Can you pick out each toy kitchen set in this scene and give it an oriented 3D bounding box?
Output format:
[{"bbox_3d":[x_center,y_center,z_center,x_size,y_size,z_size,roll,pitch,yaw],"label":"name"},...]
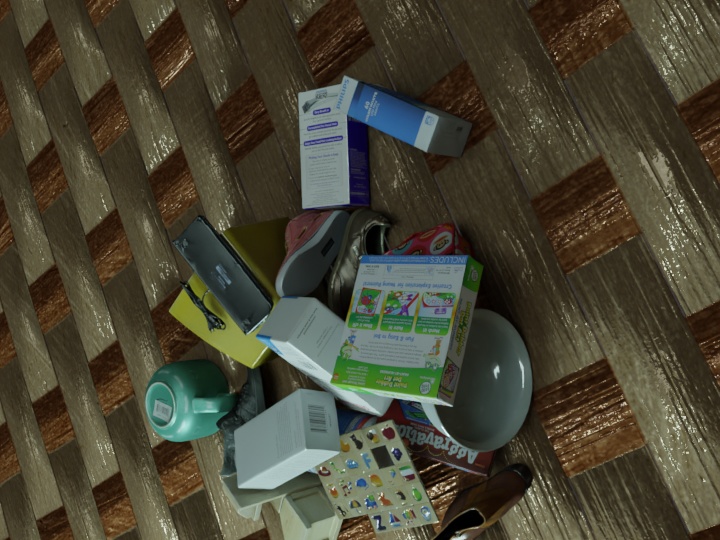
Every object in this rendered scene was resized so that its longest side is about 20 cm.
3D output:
[{"bbox_3d":[-0.164,0.438,1.529,0.200,0.162,0.182,44,129,40],"label":"toy kitchen set"}]

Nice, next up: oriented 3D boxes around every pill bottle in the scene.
[{"bbox_3d":[-0.045,0.288,1.472,0.198,0.112,0.114,4,93,37],"label":"pill bottle"}]

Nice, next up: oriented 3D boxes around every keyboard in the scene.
[{"bbox_3d":[-0.236,0.021,1.438,0.127,0.021,0.201,-41,85,21],"label":"keyboard"}]

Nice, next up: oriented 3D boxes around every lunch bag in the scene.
[{"bbox_3d":[0.080,0.015,1.352,0.198,0.082,0.178,-26,38,27],"label":"lunch bag"}]

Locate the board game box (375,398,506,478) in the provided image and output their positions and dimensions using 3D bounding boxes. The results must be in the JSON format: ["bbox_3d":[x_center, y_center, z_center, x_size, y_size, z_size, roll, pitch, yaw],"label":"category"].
[{"bbox_3d":[0.120,0.241,1.355,0.198,0.019,0.104,12,73,27],"label":"board game box"}]

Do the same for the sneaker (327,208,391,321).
[{"bbox_3d":[0.000,0.000,1.452,0.075,0.070,0.203,17,100,48],"label":"sneaker"}]

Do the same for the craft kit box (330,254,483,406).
[{"bbox_3d":[0.062,0.078,1.223,0.198,0.048,0.200,2,68,43],"label":"craft kit box"}]

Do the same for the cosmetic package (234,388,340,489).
[{"bbox_3d":[-0.122,0.275,1.412,0.199,0.073,0.103,-36,51,42],"label":"cosmetic package"}]

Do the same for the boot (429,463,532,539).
[{"bbox_3d":[0.150,0.369,1.264,0.188,0.199,0.069,-38,79,30],"label":"boot"}]

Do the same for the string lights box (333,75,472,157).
[{"bbox_3d":[0.065,-0.244,1.382,0.199,0.102,0.060,30,109,34],"label":"string lights box"}]

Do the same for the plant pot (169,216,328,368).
[{"bbox_3d":[-0.173,0.049,1.528,0.176,0.199,0.201,46,117,14],"label":"plant pot"}]

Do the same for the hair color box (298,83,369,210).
[{"bbox_3d":[-0.045,-0.208,1.494,0.108,0.064,0.203,-2,91,38],"label":"hair color box"}]

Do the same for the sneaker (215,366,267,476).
[{"bbox_3d":[-0.220,0.268,1.612,0.103,0.060,0.203,-9,87,-4],"label":"sneaker"}]

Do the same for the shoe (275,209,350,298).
[{"bbox_3d":[-0.098,-0.028,1.479,0.090,0.201,0.072,5,136,41],"label":"shoe"}]

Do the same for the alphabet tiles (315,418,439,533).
[{"bbox_3d":[0.014,0.328,1.364,0.199,0.008,0.169,-24,92,41],"label":"alphabet tiles"}]

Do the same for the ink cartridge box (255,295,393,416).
[{"bbox_3d":[-0.046,0.131,1.362,0.085,0.199,0.144,-56,21,-15],"label":"ink cartridge box"}]

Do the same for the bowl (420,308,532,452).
[{"bbox_3d":[0.151,0.160,1.284,0.090,0.199,0.204,-11,84,54],"label":"bowl"}]

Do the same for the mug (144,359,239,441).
[{"bbox_3d":[-0.336,0.244,1.693,0.185,0.114,0.153,-42,67,31],"label":"mug"}]
